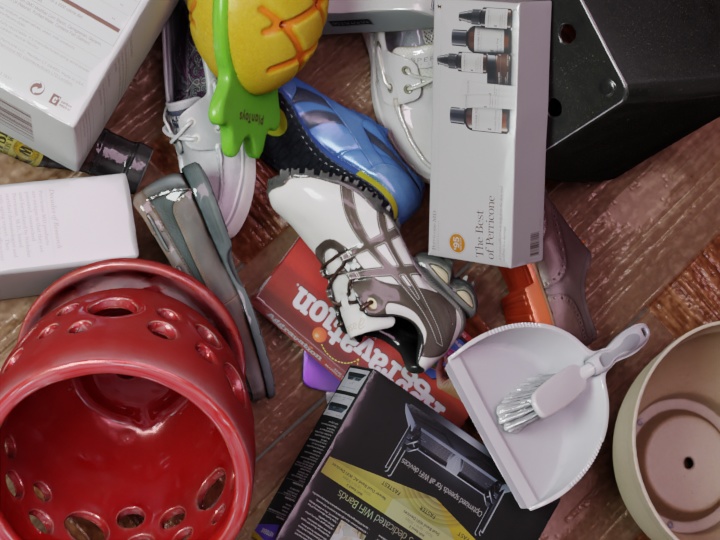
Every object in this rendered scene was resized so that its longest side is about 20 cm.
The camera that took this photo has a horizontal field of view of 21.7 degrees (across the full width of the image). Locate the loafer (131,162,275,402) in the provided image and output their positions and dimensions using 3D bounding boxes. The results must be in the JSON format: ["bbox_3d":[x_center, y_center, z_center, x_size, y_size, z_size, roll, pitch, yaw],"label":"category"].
[{"bbox_3d":[-0.122,0.016,1.470,0.062,0.072,0.202,-20,109,-9],"label":"loafer"}]

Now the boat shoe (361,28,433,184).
[{"bbox_3d":[0.045,-0.172,1.577,0.070,0.069,0.202,-17,83,-20],"label":"boat shoe"}]

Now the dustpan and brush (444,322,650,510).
[{"bbox_3d":[0.169,0.089,1.513,0.199,0.057,0.141,-29,90,-49],"label":"dustpan and brush"}]

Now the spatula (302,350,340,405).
[{"bbox_3d":[-0.021,0.132,1.509,0.056,0.021,0.202,7,68,-16],"label":"spatula"}]

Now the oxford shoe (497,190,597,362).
[{"bbox_3d":[0.149,-0.026,1.578,0.072,0.071,0.202,-11,91,-21],"label":"oxford shoe"}]

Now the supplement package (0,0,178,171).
[{"bbox_3d":[-0.213,-0.199,1.410,0.116,0.117,0.201,28,74,1],"label":"supplement package"}]

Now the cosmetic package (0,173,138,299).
[{"bbox_3d":[-0.277,-0.021,1.437,0.198,0.102,0.075,-8,80,-18],"label":"cosmetic package"}]

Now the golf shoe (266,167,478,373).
[{"bbox_3d":[0.000,0.000,1.485,0.199,0.078,0.095,36,59,-8],"label":"golf shoe"}]

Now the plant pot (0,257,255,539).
[{"bbox_3d":[-0.172,0.107,1.371,0.198,0.183,0.203,0,116,0],"label":"plant pot"}]

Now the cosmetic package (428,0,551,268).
[{"bbox_3d":[0.098,-0.108,1.450,0.050,0.082,0.203,-13,107,-49],"label":"cosmetic package"}]

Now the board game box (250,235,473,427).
[{"bbox_3d":[0.014,0.052,1.530,0.200,0.019,0.103,40,62,-7],"label":"board game box"}]

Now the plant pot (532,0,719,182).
[{"bbox_3d":[0.181,-0.184,1.518,0.177,0.199,0.201,-21,82,-48],"label":"plant pot"}]

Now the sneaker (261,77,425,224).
[{"bbox_3d":[-0.030,-0.112,1.554,0.200,0.066,0.078,42,45,2],"label":"sneaker"}]

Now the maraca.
[{"bbox_3d":[-0.081,-0.188,1.448,0.106,0.137,0.203,8,95,25],"label":"maraca"}]

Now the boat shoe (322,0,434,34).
[{"bbox_3d":[-0.026,-0.234,1.546,0.197,0.071,0.064,2,79,11],"label":"boat shoe"}]

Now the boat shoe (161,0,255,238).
[{"bbox_3d":[-0.128,-0.126,1.498,0.068,0.071,0.203,5,86,-52],"label":"boat shoe"}]

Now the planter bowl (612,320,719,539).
[{"bbox_3d":[0.289,0.153,1.536,0.198,0.135,0.203,4,76,-14],"label":"planter bowl"}]

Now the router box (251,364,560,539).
[{"bbox_3d":[0.038,0.194,1.469,0.199,0.052,0.158,36,78,-19],"label":"router box"}]

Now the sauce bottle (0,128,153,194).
[{"bbox_3d":[-0.261,-0.119,1.481,0.198,0.066,0.067,22,72,-8],"label":"sauce bottle"}]
